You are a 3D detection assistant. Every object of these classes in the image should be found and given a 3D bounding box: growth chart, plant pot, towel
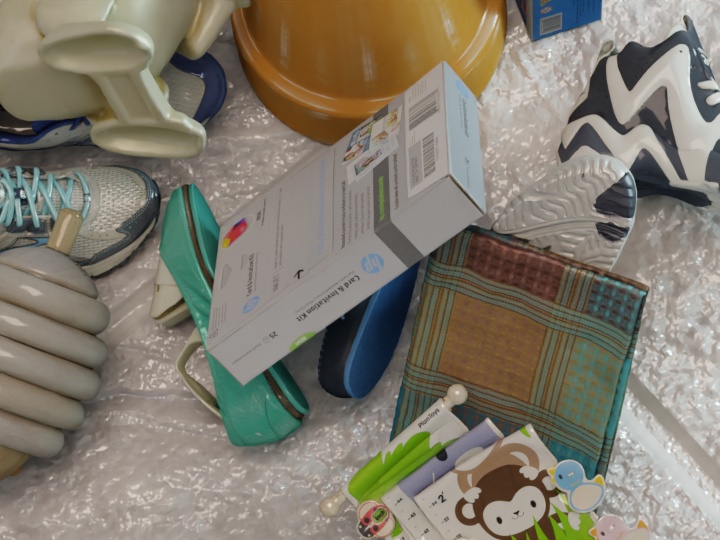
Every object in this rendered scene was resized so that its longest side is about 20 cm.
[{"bbox_3d":[0.091,0.170,1.447,0.200,0.018,0.145,44,101,5],"label":"growth chart"},{"bbox_3d":[0.000,-0.213,1.556,0.198,0.183,0.202,-2,68,5],"label":"plant pot"},{"bbox_3d":[0.097,0.073,1.444,0.146,0.201,0.022,19,33,13],"label":"towel"}]

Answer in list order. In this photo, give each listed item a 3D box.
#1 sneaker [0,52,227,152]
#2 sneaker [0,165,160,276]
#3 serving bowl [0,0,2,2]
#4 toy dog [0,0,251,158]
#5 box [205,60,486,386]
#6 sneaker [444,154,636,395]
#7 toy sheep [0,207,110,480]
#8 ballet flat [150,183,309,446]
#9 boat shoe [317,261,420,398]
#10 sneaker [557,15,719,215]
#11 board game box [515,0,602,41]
[{"bbox_3d":[-0.193,-0.113,1.578,0.198,0.088,0.076,-9,97,7],"label":"sneaker"},{"bbox_3d":[-0.238,-0.036,1.563,0.198,0.086,0.078,-11,69,2],"label":"sneaker"},{"bbox_3d":[-0.250,-0.238,1.654,0.198,0.066,0.202,-2,69,5],"label":"serving bowl"},{"bbox_3d":[-0.166,-0.190,1.524,0.193,0.140,0.201,-4,55,28],"label":"toy dog"},{"bbox_3d":[-0.010,-0.032,1.452,0.199,0.041,0.156,-35,25,19],"label":"box"},{"bbox_3d":[0.127,-0.016,1.473,0.079,0.200,0.130,28,35,5],"label":"sneaker"},{"bbox_3d":[-0.233,0.052,1.507,0.137,0.138,0.201,19,90,13],"label":"toy sheep"},{"bbox_3d":[-0.105,0.034,1.537,0.070,0.067,0.201,-31,66,8],"label":"ballet flat"},{"bbox_3d":[0.000,0.000,1.541,0.068,0.084,0.201,8,53,16],"label":"boat shoe"},{"bbox_3d":[0.241,-0.108,1.539,0.198,0.079,0.131,8,78,20],"label":"sneaker"},{"bbox_3d":[0.113,-0.294,1.569,0.055,0.200,0.197,-17,69,-2],"label":"board game box"}]
